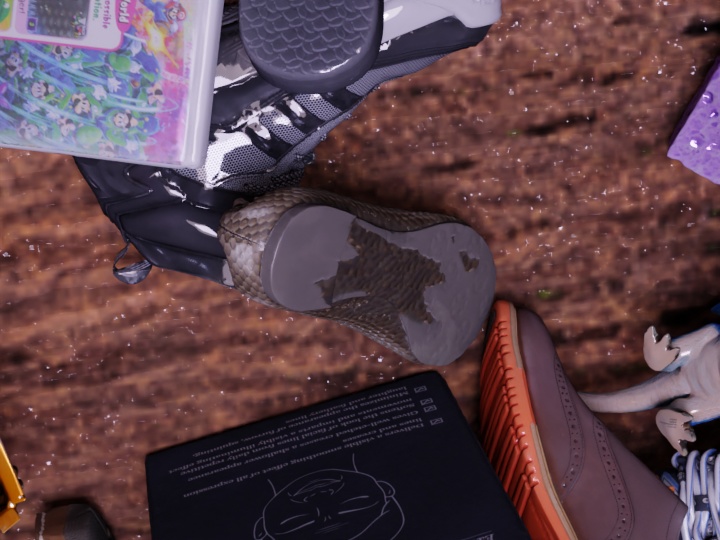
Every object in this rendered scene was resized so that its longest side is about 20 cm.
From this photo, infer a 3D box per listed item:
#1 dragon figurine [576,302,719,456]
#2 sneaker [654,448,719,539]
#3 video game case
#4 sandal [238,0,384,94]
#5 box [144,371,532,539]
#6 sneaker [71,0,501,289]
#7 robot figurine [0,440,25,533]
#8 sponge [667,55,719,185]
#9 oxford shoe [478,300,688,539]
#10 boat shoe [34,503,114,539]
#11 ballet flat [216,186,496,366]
[{"bbox_3d":[0.178,0.038,0.844,0.099,0.199,0.059,-17,88,-44],"label":"dragon figurine"},{"bbox_3d":[0.172,0.113,0.839,0.085,0.200,0.078,8,72,3],"label":"sneaker"},{"bbox_3d":[-0.140,-0.150,0.751,0.181,0.024,0.201,7,95,3],"label":"video game case"},{"bbox_3d":[-0.013,-0.167,0.766,0.076,0.043,0.201,8,77,12],"label":"sandal"},{"bbox_3d":[-0.006,0.142,0.805,0.147,0.200,0.108,-16,108,-3],"label":"box"},{"bbox_3d":[-0.028,-0.059,0.810,0.199,0.076,0.114,-15,109,2],"label":"sneaker"},{"bbox_3d":[-0.204,0.040,0.780,0.058,0.145,0.201,-35,104,-9],"label":"robot figurine"},{"bbox_3d":[0.245,-0.049,0.828,0.199,0.030,0.112,31,122,2],"label":"sponge"},{"bbox_3d":[0.101,0.101,0.831,0.072,0.201,0.071,-8,150,-12],"label":"oxford shoe"},{"bbox_3d":[-0.133,0.209,0.873,0.073,0.076,0.201,-9,107,-3],"label":"boat shoe"},{"bbox_3d":[0.000,0.000,0.798,0.046,0.200,0.068,19,93,31],"label":"ballet flat"}]
